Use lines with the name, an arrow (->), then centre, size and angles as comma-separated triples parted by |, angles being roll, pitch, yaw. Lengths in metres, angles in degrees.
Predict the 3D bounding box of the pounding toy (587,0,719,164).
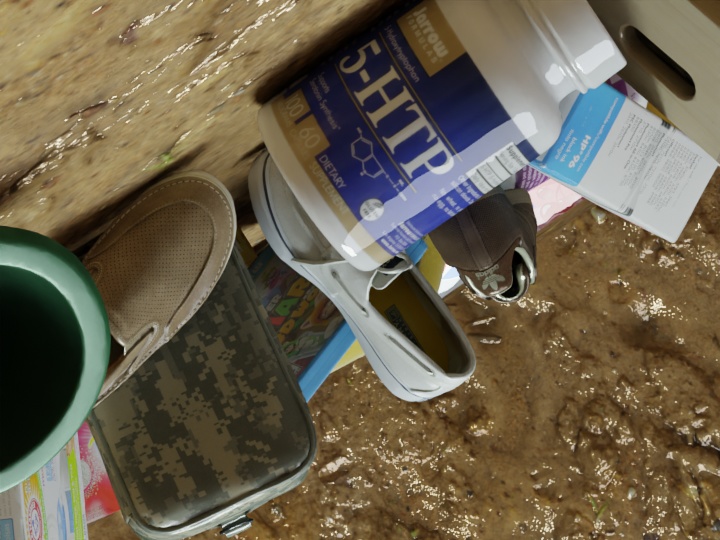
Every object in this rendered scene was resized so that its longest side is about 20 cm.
pounding toy -> 0.234, -0.185, 1.398 | 0.184, 0.200, 0.143 | -35, 156, -28

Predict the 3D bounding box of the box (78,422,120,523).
box -> -0.170, 0.123, 1.762 | 0.199, 0.100, 0.095 | -23, -171, 24

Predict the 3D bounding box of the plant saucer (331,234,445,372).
plant saucer -> 0.000, 0.000, 1.606 | 0.199, 0.048, 0.201 | -29, -150, 36

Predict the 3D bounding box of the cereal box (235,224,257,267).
cereal box -> -0.166, 0.038, 1.630 | 0.143, 0.040, 0.200 | -32, 174, -23

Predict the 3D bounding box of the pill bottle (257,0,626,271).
pill bottle -> 0.050, -0.102, 1.278 | 0.199, 0.120, 0.120 | -35, 174, 8

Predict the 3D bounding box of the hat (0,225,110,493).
hat -> -0.241, 0.018, 1.177 | 0.165, 0.176, 0.201 | -32, 135, -12

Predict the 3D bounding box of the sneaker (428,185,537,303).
sneaker -> 0.083, -0.011, 1.414 | 0.070, 0.076, 0.200 | -22, 171, 12

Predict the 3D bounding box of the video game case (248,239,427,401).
video game case -> -0.042, 0.021, 1.560 | 0.143, 0.018, 0.200 | -52, -156, -10

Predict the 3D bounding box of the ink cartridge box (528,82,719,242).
ink cartridge box -> 0.152, -0.083, 1.413 | 0.199, 0.116, 0.068 | 24, 97, -47

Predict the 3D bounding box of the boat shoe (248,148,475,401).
boat shoe -> 0.009, -0.004, 1.415 | 0.075, 0.203, 0.086 | -38, -171, -32

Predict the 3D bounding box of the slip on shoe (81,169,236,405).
slip on shoe -> -0.148, 0.024, 1.299 | 0.200, 0.076, 0.061 | -44, -169, -1

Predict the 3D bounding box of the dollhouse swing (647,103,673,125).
dollhouse swing -> 0.279, -0.169, 1.810 | 0.200, 0.183, 0.175 | -36, 156, 20

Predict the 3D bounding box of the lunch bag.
lunch bag -> -0.120, 0.075, 1.424 | 0.139, 0.201, 0.168 | -24, 171, -11

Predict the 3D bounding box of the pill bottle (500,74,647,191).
pill bottle -> 0.097, -0.108, 1.515 | 0.199, 0.113, 0.112 | -31, 174, -27

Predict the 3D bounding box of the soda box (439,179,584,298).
soda box -> 0.087, -0.048, 1.664 | 0.200, 0.063, 0.070 | -36, -151, 27

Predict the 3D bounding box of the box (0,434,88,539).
box -> -0.276, 0.170, 1.610 | 0.101, 0.113, 0.200 | -7, 175, 5

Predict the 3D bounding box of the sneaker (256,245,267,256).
sneaker -> -0.102, 0.041, 1.808 | 0.199, 0.079, 0.079 | -35, 180, 25
